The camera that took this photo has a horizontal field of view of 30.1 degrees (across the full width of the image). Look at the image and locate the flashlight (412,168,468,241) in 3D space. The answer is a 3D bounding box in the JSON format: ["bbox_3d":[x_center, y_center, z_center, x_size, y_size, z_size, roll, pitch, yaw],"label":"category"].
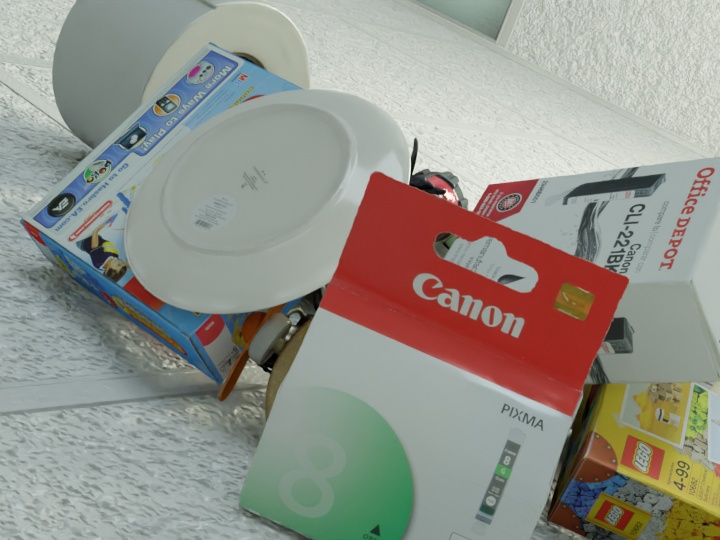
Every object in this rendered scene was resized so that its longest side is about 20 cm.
[{"bbox_3d":[0.039,-0.042,1.176,0.068,0.068,0.200,41,24,5],"label":"flashlight"}]

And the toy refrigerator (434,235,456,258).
[{"bbox_3d":[0.143,0.015,1.212,0.070,0.075,0.200,59,-5,-33],"label":"toy refrigerator"}]

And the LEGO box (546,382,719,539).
[{"bbox_3d":[0.229,0.111,0.935,0.147,0.078,0.201,23,44,4],"label":"LEGO box"}]

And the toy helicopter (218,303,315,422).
[{"bbox_3d":[-0.014,0.029,0.850,0.130,0.203,0.079,10,-17,4],"label":"toy helicopter"}]

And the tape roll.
[{"bbox_3d":[-0.164,-0.174,1.233,0.139,0.205,0.201,34,20,37],"label":"tape roll"}]

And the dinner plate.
[{"bbox_3d":[-0.065,-0.055,0.868,0.200,0.200,0.024,37,-19,42],"label":"dinner plate"}]

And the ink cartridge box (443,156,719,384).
[{"bbox_3d":[0.163,0.003,0.922,0.198,0.084,0.145,-4,35,34],"label":"ink cartridge box"}]

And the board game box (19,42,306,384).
[{"bbox_3d":[-0.103,-0.049,0.937,0.195,0.200,0.056,30,-23,36],"label":"board game box"}]

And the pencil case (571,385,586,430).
[{"bbox_3d":[0.184,0.090,1.058,0.198,0.087,0.083,22,37,-3],"label":"pencil case"}]

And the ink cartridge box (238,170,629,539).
[{"bbox_3d":[0.039,0.070,0.741,0.159,0.202,0.050,23,17,5],"label":"ink cartridge box"}]

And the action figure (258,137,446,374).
[{"bbox_3d":[0.000,0.000,0.965,0.118,0.103,0.201,5,50,33],"label":"action figure"}]
